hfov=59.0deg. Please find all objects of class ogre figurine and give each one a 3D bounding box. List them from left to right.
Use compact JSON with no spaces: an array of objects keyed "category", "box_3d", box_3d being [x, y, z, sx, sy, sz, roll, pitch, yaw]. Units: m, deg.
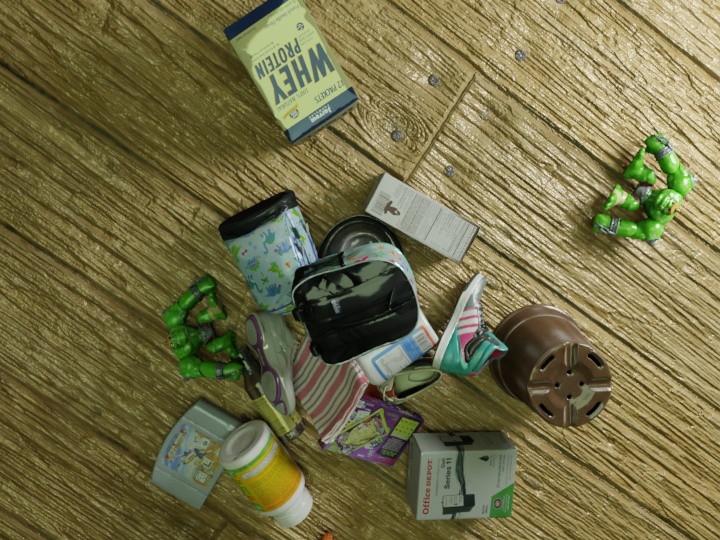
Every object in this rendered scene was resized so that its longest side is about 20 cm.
[{"category":"ogre figurine","box_3d":[-0.302,0.124,1.200,0.118,0.098,0.203,-23,96,4]},{"category":"ogre figurine","box_3d":[0.536,-0.140,1.184,0.119,0.098,0.201,33,82,12]}]

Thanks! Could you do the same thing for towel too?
[{"category":"towel","box_3d":[-0.071,0.197,1.174,0.030,0.200,0.148,14,114,-42]}]

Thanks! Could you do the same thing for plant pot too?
[{"category":"plant pot","box_3d":[0.356,0.181,1.177,0.196,0.198,0.204,0,98,-2]}]

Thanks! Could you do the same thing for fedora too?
[{"category":"fedora","box_3d":[0.000,0.000,1.194,0.174,0.090,0.204,13,98,-3]}]

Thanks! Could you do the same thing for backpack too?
[{"category":"backpack","box_3d":[-0.154,-0.018,1.171,0.161,0.154,0.202,-22,111,8]},{"category":"backpack","box_3d":[0.000,0.047,1.080,0.197,0.151,0.180,-18,112,13]}]

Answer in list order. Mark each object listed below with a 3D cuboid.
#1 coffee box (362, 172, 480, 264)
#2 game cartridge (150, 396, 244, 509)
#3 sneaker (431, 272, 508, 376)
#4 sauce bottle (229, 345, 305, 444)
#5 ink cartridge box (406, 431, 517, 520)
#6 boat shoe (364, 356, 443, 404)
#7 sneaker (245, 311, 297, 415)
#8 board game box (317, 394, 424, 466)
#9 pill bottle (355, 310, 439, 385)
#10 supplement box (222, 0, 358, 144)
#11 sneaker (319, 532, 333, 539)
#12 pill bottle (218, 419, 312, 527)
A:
[{"category":"coffee box","box_3d":[0.108,-0.097,1.172,0.198,0.114,0.081,28,96,-7]},{"category":"game cartridge","box_3d":[-0.328,0.362,1.267,0.132,0.042,0.202,30,97,-10]},{"category":"sneaker","box_3d":[0.224,0.112,1.188,0.119,0.084,0.202,23,76,15]},{"category":"sauce bottle","box_3d":[-0.182,0.239,1.239,0.064,0.065,0.202,-31,97,3]},{"category":"ink cartridge box","box_3d":[0.196,0.403,1.252,0.196,0.083,0.149,1,101,-8]},{"category":"boat shoe","box_3d":[0.070,0.227,1.245,0.197,0.063,0.072,-22,100,3]},{"category":"sneaker","box_3d":[-0.147,0.168,1.202,0.099,0.074,0.203,-10,81,-44]},{"category":"board game box","box_3d":[0.024,0.306,1.218,0.199,0.032,0.121,28,95,-40]},{"category":"pill bottle","box_3d":[0.041,0.145,1.207,0.198,0.112,0.113,-33,98,4]},{"category":"supplement box","box_3d":[-0.110,-0.337,1.086,0.133,0.200,0.202,-31,99,4]},{"category":"sneaker","box_3d":[-0.111,0.624,1.295,0.076,0.073,0.203,25,94,5]},{"category":"pill bottle","box_3d":[-0.176,0.398,1.228,0.110,0.111,0.202,-29,113,3]}]
